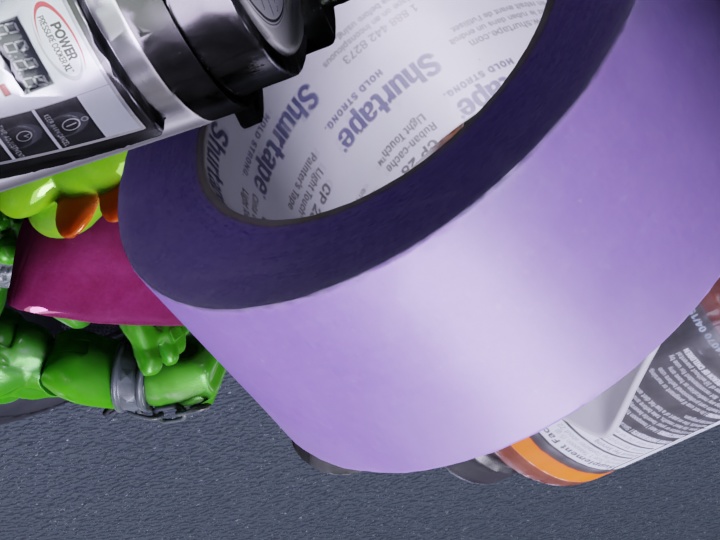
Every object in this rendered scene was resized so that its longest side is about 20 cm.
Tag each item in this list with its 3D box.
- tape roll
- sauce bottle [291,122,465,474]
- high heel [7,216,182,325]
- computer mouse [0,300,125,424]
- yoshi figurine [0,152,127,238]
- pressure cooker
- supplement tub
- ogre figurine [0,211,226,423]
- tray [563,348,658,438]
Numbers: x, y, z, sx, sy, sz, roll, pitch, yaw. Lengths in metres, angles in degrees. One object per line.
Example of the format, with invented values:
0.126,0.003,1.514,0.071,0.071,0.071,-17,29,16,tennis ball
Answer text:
0.026,-0.041,0.883,0.199,0.200,0.085,-24,128,25,tape roll
0.000,0.000,1.100,0.064,0.065,0.200,-7,138,-17,sauce bottle
-0.073,0.025,1.148,0.067,0.096,0.200,9,151,45,high heel
-0.156,0.047,1.360,0.199,0.053,0.138,5,153,-39,computer mouse
-0.065,-0.097,1.032,0.200,0.112,0.112,-37,-172,22,yoshi figurine
-0.099,-0.117,0.817,0.199,0.179,0.176,-17,177,9,pressure cooker
0.112,0.028,1.204,0.107,0.107,0.200,7,154,-43,supplement tub
-0.154,0.002,1.179,0.120,0.099,0.200,-15,154,32,ogre figurine
0.033,-0.016,1.128,0.200,0.022,0.108,29,136,8,tray
